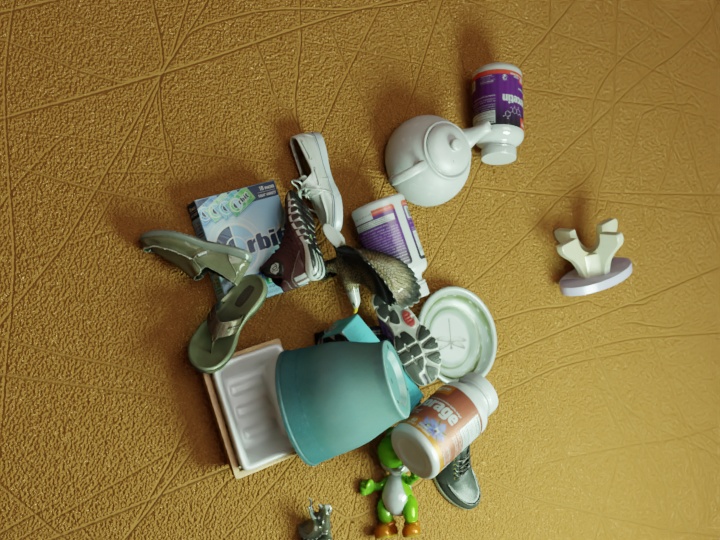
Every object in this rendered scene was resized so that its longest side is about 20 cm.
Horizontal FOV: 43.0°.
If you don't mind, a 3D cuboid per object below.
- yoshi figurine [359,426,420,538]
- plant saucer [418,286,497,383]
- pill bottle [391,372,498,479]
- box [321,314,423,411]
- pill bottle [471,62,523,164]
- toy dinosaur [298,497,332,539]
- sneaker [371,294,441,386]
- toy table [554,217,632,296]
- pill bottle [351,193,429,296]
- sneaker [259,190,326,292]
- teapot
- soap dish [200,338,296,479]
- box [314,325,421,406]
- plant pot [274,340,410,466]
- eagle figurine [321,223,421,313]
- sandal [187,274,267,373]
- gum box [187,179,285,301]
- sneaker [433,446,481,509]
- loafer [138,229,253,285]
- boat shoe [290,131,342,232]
[{"bbox_3d":[0.062,0.389,1.686,0.110,0.112,0.204,5,74,-23],"label":"yoshi figurine"},{"bbox_3d":[0.186,0.136,1.848,0.197,0.050,0.204,7,76,-31],"label":"plant saucer"},{"bbox_3d":[0.157,0.273,1.650,0.199,0.112,0.113,-35,98,-33],"label":"pill bottle"},{"bbox_3d":[0.023,0.175,1.667,0.201,0.082,0.049,50,60,-12],"label":"box"},{"bbox_3d":[0.299,-0.339,1.985,0.111,0.112,0.204,7,75,-29],"label":"pill bottle"},{"bbox_3d":[-0.079,0.512,1.601,0.101,0.077,0.203,20,74,-13],"label":"toy dinosaur"},{"bbox_3d":[0.087,0.125,1.706,0.080,0.084,0.202,-24,68,-10],"label":"sneaker"},{"bbox_3d":[0.513,-0.033,2.026,0.199,0.182,0.119,-29,111,-42],"label":"toy table"},{"bbox_3d":[0.064,-0.037,1.775,0.110,0.111,0.203,-19,89,-33],"label":"pill bottle"},{"bbox_3d":[-0.137,-0.047,1.628,0.076,0.114,0.202,45,22,-46],"label":"sneaker"},{"bbox_3d":[0.152,-0.231,1.852,0.195,0.145,0.204,20,70,-26],"label":"teapot"},{"bbox_3d":[-0.184,0.237,1.580,0.155,0.081,0.203,-17,89,-33],"label":"soap dish"},{"bbox_3d":[0.014,0.189,1.735,0.197,0.043,0.163,-1,79,-32],"label":"box"},{"bbox_3d":[-0.021,0.207,1.549,0.200,0.185,0.203,-18,90,-76],"label":"plant pot"},{"bbox_3d":[0.002,0.007,1.659,0.153,0.197,0.152,-65,145,-40],"label":"eagle figurine"},{"bbox_3d":[-0.229,0.080,1.541,0.079,0.058,0.203,22,63,14],"label":"sandal"},{"bbox_3d":[-0.202,-0.046,1.653,0.168,0.044,0.203,-18,88,-33],"label":"gum box"},{"bbox_3d":[0.188,0.378,1.762,0.075,0.106,0.202,-39,100,-31],"label":"sneaker"},{"bbox_3d":[-0.284,-0.021,1.553,0.196,0.075,0.071,13,83,1],"label":"loafer"},{"bbox_3d":[-0.096,-0.164,1.728,0.085,0.074,0.206,-9,82,-33],"label":"boat shoe"}]
